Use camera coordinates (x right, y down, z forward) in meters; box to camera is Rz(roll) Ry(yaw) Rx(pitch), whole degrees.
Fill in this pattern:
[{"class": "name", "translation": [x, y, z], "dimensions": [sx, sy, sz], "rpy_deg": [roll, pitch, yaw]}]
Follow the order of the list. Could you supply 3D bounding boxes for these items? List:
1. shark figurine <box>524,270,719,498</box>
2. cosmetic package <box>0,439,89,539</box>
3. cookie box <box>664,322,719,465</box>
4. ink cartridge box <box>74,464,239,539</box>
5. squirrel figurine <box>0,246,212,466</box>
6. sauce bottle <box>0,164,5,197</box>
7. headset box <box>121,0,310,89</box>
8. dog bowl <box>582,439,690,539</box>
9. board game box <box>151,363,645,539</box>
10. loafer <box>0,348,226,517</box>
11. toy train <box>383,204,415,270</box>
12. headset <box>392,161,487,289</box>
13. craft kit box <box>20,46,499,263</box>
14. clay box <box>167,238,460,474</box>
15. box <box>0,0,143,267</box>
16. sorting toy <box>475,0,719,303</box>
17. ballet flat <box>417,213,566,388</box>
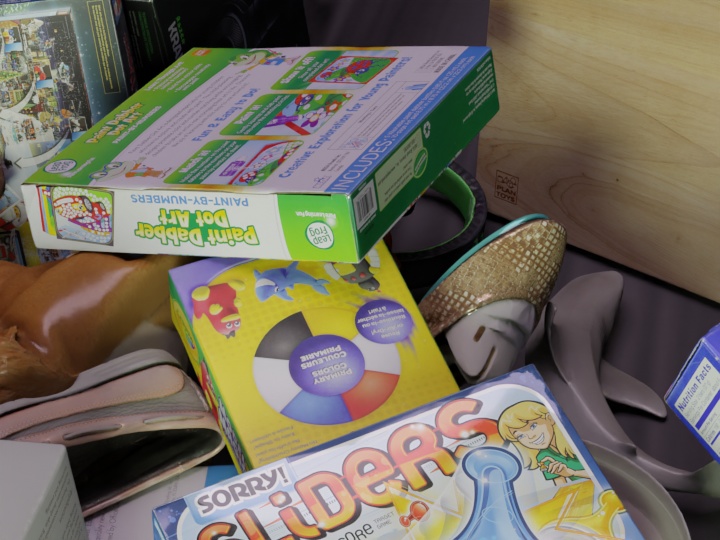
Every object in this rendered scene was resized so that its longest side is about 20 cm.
[{"class": "shark figurine", "translation": [0.127, 0.060, 1.246], "dimensions": [0.128, 0.090, 0.215], "rpy_deg": [-20, 37, -12]}, {"class": "cosmetic package", "translation": [-0.167, 0.184, 1.053], "dimensions": [0.085, 0.200, 0.108], "rpy_deg": [3, 37, 13]}, {"class": "cookie box", "translation": [0.279, 0.081, 1.128], "dimensions": [0.171, 0.075, 0.200], "rpy_deg": [-31, 71, -26]}, {"class": "ink cartridge box", "translation": [-0.138, 0.164, 1.180], "dimensions": [0.200, 0.068, 0.115], "rpy_deg": [-3, 36, 7]}, {"class": "squirrel figurine", "translation": [-0.198, 0.042, 1.278], "dimensions": [0.200, 0.142, 0.187], "rpy_deg": [-17, 26, -39]}, {"class": "sauce bottle", "translation": [-0.298, -0.010, 1.376], "dimensions": [0.200, 0.066, 0.066], "rpy_deg": [-38, 31, 23]}, {"class": "headset box", "translation": [-0.114, -0.157, 1.503], "dimensions": [0.093, 0.174, 0.200], "rpy_deg": [8, 39, 22]}, {"class": "dog bowl", "translation": [0.065, 0.165, 1.144], "dimensions": [0.200, 0.059, 0.200], "rpy_deg": [-6, 38, 4]}, {"class": "board game box", "translation": [0.022, 0.134, 1.059], "dimensions": [0.200, 0.034, 0.135], "rpy_deg": [-20, 55, -16]}, {"class": "loafer", "translation": [-0.156, 0.102, 1.155], "dimensions": [0.200, 0.072, 0.063], "rpy_deg": [-28, 49, -33]}, {"class": "toy train", "translation": [0.000, 0.000, 1.337], "dimensions": [0.034, 0.046, 0.200], "rpy_deg": [-20, 46, 56]}, {"class": "headset", "translation": [-0.022, -0.049, 1.410], "dimensions": [0.200, 0.094, 0.124], "rpy_deg": [5, 38, 2]}, {"class": "craft kit box", "translation": [-0.051, -0.068, 1.266], "dimensions": [0.197, 0.049, 0.200], "rpy_deg": [6, 29, 25]}, {"class": "clay box", "translation": [-0.012, 0.068, 1.162], "dimensions": [0.115, 0.048, 0.200], "rpy_deg": [-17, 52, -14]}, {"class": "box", "translation": [-0.198, -0.076, 1.393], "dimensions": [0.136, 0.200, 0.038], "rpy_deg": [-6, 30, 4]}, {"class": "sorting toy", "translation": [0.173, -0.107, 1.369], "dimensions": [0.200, 0.199, 0.070], "rpy_deg": [23, 32, 35]}, {"class": "ballet flat", "translation": [0.043, 0.053, 1.241], "dimensions": [0.200, 0.070, 0.065], "rpy_deg": [-42, 50, 19]}]
